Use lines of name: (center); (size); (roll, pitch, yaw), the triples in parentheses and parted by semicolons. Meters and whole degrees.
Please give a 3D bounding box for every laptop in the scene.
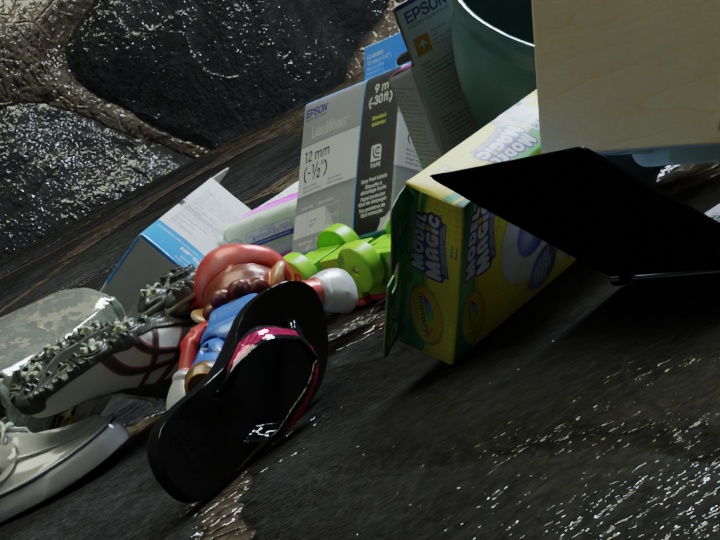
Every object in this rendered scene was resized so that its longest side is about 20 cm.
laptop: (0.178, -0.056, 1.192); (0.200, 0.116, 0.187); (-32, 10, -20)

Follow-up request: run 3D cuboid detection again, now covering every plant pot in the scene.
plant pot: (0.154, -0.128, 1.485); (0.200, 0.134, 0.200); (4, 32, -2)

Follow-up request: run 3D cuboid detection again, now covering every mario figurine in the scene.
mario figurine: (-0.068, 0.055, 1.530); (0.123, 0.106, 0.200); (8, 22, -2)

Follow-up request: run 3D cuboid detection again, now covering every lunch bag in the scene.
lunch bag: (-0.283, 0.101, 1.702); (0.200, 0.118, 0.164); (-27, 7, 37)

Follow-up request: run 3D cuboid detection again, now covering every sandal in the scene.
sandal: (-0.061, 0.072, 1.349); (0.045, 0.075, 0.200); (-25, 17, 37)

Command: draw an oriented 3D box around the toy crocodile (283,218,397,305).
toy crocodile: (0.000, 0.000, 1.627); (0.068, 0.062, 0.200); (-35, 16, -38)

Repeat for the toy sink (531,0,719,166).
toy sink: (0.196, -0.116, 1.215); (0.130, 0.112, 0.200); (-2, 3, 28)

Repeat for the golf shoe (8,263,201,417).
golf shoe: (-0.161, 0.068, 1.592); (0.200, 0.088, 0.077); (-31, 18, -34)

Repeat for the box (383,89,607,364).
box: (0.082, -0.029, 1.329); (0.048, 0.117, 0.200); (25, 41, 29)

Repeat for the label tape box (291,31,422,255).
label tape box: (0.013, -0.108, 1.747); (0.066, 0.200, 0.143); (12, -16, -32)

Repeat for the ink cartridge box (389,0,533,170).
ink cartridge box: (0.115, -0.140, 1.583); (0.196, 0.200, 0.043); (-32, 23, -29)

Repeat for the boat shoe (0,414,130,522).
boat shoe: (-0.264, 0.142, 1.574); (0.200, 0.066, 0.072); (-25, 9, 16)

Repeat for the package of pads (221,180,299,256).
package of pads: (-0.011, -0.058, 1.925); (0.154, 0.068, 0.200); (-19, 11, 44)

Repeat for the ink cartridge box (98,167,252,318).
ink cartridge box: (-0.159, -0.006, 1.958); (0.116, 0.068, 0.200); (-52, -3, 29)
